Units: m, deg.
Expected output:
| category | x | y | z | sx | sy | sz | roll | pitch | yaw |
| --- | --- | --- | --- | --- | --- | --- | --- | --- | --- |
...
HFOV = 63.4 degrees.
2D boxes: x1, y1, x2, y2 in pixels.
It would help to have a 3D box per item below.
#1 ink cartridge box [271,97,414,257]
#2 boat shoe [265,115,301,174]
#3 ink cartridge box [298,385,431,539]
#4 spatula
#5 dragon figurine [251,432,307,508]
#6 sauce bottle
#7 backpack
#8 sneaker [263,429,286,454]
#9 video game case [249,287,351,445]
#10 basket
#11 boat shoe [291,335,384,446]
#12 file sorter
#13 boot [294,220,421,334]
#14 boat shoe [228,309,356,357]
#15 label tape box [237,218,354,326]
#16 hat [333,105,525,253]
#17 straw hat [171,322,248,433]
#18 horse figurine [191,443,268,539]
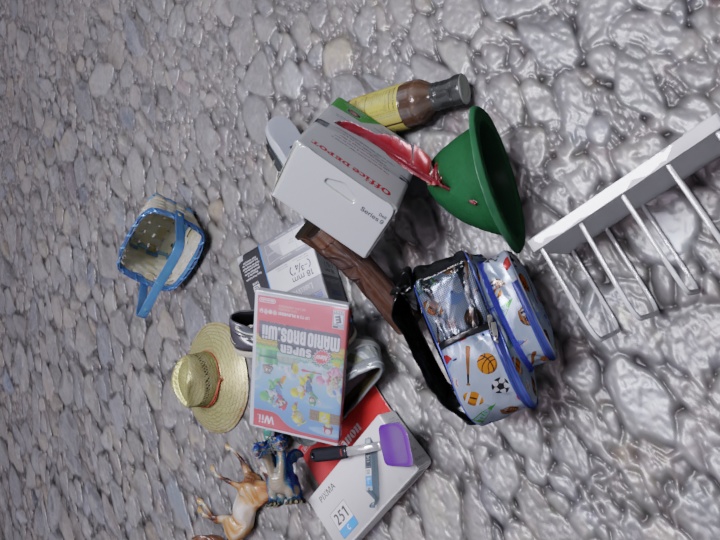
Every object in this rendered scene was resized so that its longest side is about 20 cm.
| category | x | y | z | sx | sy | sz | roll | pitch | yaw |
| --- | --- | --- | --- | --- | --- | --- | --- | --- | --- |
| ink cartridge box | -0.012 | -0.129 | 0.760 | 0.144 | 0.201 | 0.085 | 33 | 123 | -4 |
| boat shoe | -0.098 | -0.157 | 0.951 | 0.203 | 0.067 | 0.057 | 62 | 155 | 14 |
| ink cartridge box | -0.013 | 0.279 | 0.868 | 0.177 | 0.044 | 0.202 | 49 | 116 | 28 |
| spatula | -0.005 | 0.252 | 0.821 | 0.197 | 0.020 | 0.058 | -20 | 76 | 37 |
| dragon figurine | -0.116 | 0.306 | 0.892 | 0.057 | 0.201 | 0.102 | -8 | 67 | 4 |
| sauce bottle | 0.061 | -0.231 | 0.828 | 0.196 | 0.064 | 0.067 | -4 | 85 | 35 |
| backpack | 0.146 | 0.075 | 0.681 | 0.151 | 0.199 | 0.196 | -18 | 82 | 24 |
| sneaker | -0.111 | 0.211 | 0.921 | 0.085 | 0.075 | 0.205 | -1 | 120 | -2 |
| video game case | -0.087 | 0.135 | 0.819 | 0.139 | 0.017 | 0.206 | 8 | 103 | 15 |
| basket | -0.369 | -0.036 | 1.086 | 0.177 | 0.137 | 0.202 | -50 | 31 | 24 |
| boat shoe | -0.036 | 0.187 | 0.852 | 0.203 | 0.074 | 0.065 | -49 | 31 | 16 |
| file sorter | 0.300 | -0.030 | 0.588 | 0.199 | 0.137 | 0.127 | -37 | 70 | 30 |
| boot | 0.000 | 0.000 | 0.834 | 0.064 | 0.200 | 0.187 | -45 | 16 | 4 |
| boat shoe | -0.104 | 0.085 | 0.851 | 0.194 | 0.073 | 0.064 | -5 | 122 | 16 |
| label tape box | -0.100 | 0.044 | 0.920 | 0.142 | 0.063 | 0.205 | -27 | 71 | 21 |
| hat | 0.091 | -0.095 | 0.721 | 0.172 | 0.165 | 0.206 | -18 | 69 | 27 |
| straw hat | -0.296 | 0.199 | 1.063 | 0.197 | 0.084 | 0.208 | -3 | 86 | 37 |
| horse figurine | -0.217 | 0.403 | 1.006 | 0.130 | 0.050 | 0.204 | 28 | 96 | 17 |
